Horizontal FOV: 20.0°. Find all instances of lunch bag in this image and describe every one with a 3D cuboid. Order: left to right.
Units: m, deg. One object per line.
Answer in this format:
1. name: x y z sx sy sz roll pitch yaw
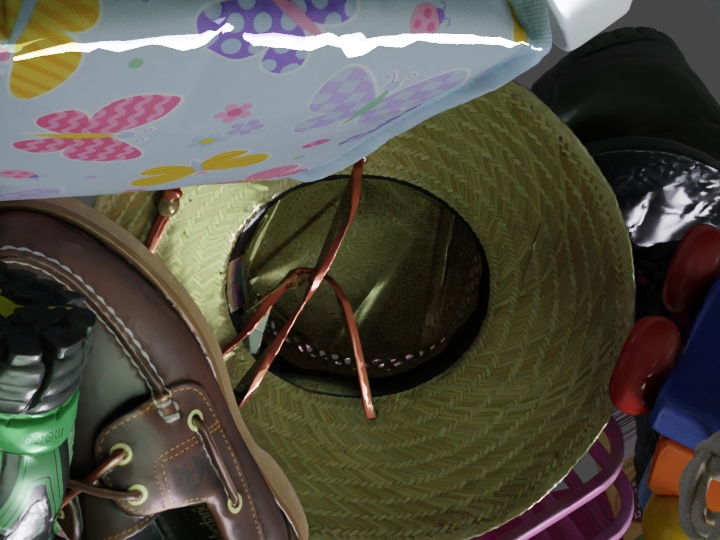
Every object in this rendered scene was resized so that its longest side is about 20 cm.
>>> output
1. lunch bag: -0.073 -0.082 0.571 0.168 0.128 0.200 -4 168 -29

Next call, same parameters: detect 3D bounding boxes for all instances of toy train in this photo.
1. toy train: 0.112 0.079 0.683 0.200 0.084 0.116 -51 162 -54

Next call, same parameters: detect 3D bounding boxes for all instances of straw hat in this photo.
1. straw hat: 0.000 0.000 0.751 0.201 0.201 0.085 -46 -173 15

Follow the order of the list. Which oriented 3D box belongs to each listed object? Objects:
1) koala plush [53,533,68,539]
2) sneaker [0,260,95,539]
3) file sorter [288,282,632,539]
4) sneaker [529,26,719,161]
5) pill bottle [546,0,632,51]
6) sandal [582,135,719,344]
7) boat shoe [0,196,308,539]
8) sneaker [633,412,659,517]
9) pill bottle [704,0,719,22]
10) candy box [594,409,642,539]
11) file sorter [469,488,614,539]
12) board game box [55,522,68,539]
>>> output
1. koala plush: -0.130 0.158 0.733 0.183 0.177 0.201 -30 145 -26
2. sneaker: -0.158 0.028 0.578 0.078 0.199 0.086 -8 113 -46
3. file sorter: 0.038 0.114 0.868 0.125 0.139 0.201 -29 144 -13
4. sneaker: 0.137 -0.035 0.828 0.199 0.091 0.076 14 125 -45
5. pill bottle: 0.114 -0.163 0.609 0.200 0.117 0.116 -38 145 2
6. sandal: 0.145 0.010 0.787 0.199 0.048 0.076 26 115 -24
7. boat shoe: -0.072 0.063 0.665 0.070 0.071 0.201 -15 128 25
8. sneaker: 0.155 0.067 0.856 0.076 0.201 0.076 1 143 -7
9. pill bottle: 0.207 -0.151 0.700 0.200 0.112 0.112 -38 144 2
10. candy box: 0.173 0.125 0.943 0.056 0.201 0.116 -36 148 30
11. file sorter: 0.146 0.200 1.064 0.199 0.139 0.126 -6 137 -34
12. board game box: -0.131 0.103 0.822 0.134 0.029 0.201 -25 143 -12
